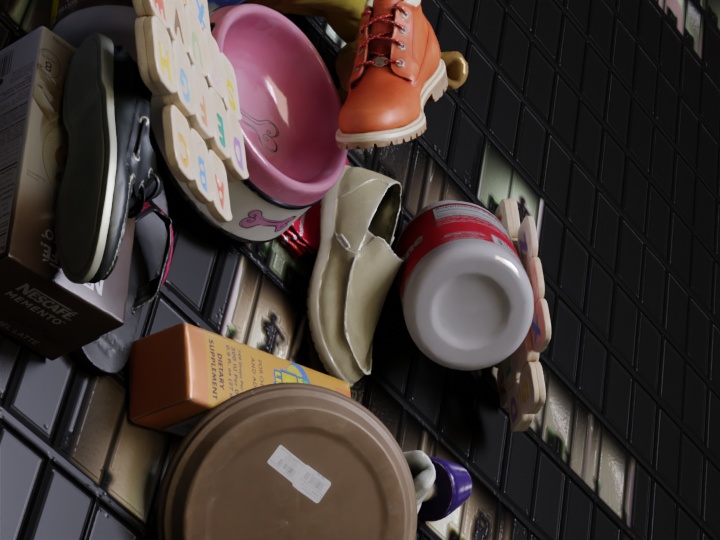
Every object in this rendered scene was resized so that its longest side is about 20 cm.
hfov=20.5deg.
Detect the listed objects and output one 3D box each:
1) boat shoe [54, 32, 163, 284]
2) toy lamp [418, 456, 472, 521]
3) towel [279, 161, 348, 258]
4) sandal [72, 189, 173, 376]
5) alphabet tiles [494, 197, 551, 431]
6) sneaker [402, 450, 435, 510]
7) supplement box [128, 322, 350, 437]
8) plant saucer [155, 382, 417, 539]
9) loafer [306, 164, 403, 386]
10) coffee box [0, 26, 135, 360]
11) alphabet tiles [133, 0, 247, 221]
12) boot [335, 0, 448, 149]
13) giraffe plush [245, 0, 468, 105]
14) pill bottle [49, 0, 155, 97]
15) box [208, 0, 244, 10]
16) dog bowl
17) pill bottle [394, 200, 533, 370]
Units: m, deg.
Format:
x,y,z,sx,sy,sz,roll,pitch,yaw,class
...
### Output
x,y,z,sx,sy,sz,roll,pitch,yaw,class
-0.167,-0.071,1.373,0.066,0.074,0.200,21,44,-32,boat shoe
0.027,0.189,1.670,0.199,0.058,0.059,-2,72,-53,toy lamp
-0.085,-0.123,1.723,0.200,0.022,0.145,51,35,-25,towel
-0.171,-0.009,1.506,0.075,0.045,0.201,41,41,-35,sandal
0.141,0.041,1.842,0.014,0.196,0.201,-3,68,-10,alphabet tiles
-0.036,0.162,1.523,0.199,0.081,0.076,0,66,-25,sneaker
-0.089,0.100,1.541,0.200,0.068,0.067,24,53,-49,supplement box
-0.050,0.183,1.464,0.199,0.029,0.202,0,90,-15,plant saucer
0.000,0.000,1.703,0.076,0.068,0.201,40,48,-61,loafer
-0.223,-0.055,1.425,0.114,0.079,0.201,33,46,-40,coffee box
-0.122,-0.144,1.443,0.200,0.014,0.197,53,28,-65,alphabet tiles
0.018,-0.170,1.654,0.200,0.074,0.108,-65,148,-59,boot
0.007,-0.222,1.802,0.199,0.172,0.163,-22,101,-41,giraffe plush
-0.184,-0.241,1.567,0.109,0.109,0.201,34,45,-41,pill bottle
-0.140,-0.318,1.662,0.201,0.121,0.048,57,25,-16,box
-0.088,-0.128,1.634,0.200,0.073,0.201,34,44,-41,dog bowl
0.086,0.004,1.762,0.113,0.112,0.200,57,7,-16,pill bottle
